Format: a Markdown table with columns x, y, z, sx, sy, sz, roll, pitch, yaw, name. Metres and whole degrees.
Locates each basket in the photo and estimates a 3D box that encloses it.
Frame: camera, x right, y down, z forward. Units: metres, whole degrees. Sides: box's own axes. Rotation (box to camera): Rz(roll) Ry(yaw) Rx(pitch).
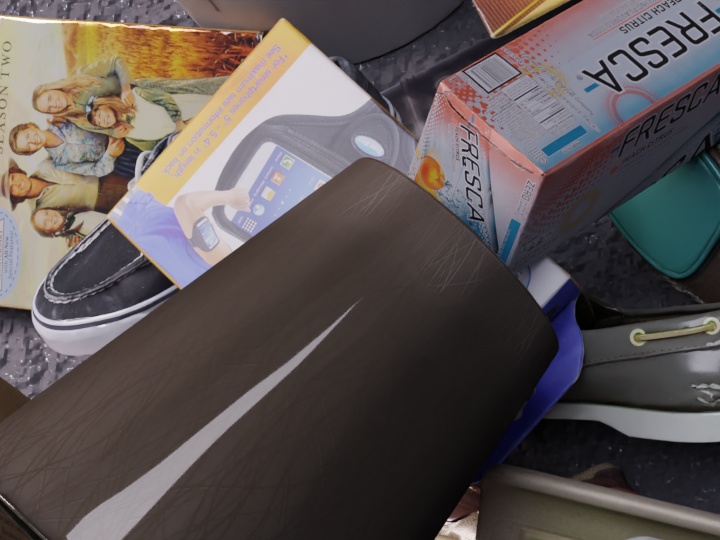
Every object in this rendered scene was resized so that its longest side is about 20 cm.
| x | y | z | sx | sy | sz | roll | pitch | yaw | name |
| --- | --- | --- | --- | --- | --- | --- | --- | --- | --- |
| -0.027 | 0.065 | 1.142 | 0.180 | 0.136 | 0.200 | 45 | 80 | -1 | basket |

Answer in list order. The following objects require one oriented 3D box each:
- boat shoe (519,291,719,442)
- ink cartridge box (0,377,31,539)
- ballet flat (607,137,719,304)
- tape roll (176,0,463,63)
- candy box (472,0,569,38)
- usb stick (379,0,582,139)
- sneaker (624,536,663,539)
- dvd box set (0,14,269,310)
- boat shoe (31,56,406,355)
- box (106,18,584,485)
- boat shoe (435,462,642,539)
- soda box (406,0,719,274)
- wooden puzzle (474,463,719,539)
| x | y | z | sx | sy | sz | roll | pitch | yaw | name |
| --- | --- | --- | --- | --- | --- | --- | --- | --- | --- |
| 0.096 | 0.036 | 1.277 | 0.201 | 0.072 | 0.061 | 5 | 100 | 39 | boat shoe |
| -0.165 | 0.145 | 1.279 | 0.075 | 0.200 | 0.166 | -12 | 66 | 14 | ink cartridge box |
| 0.174 | -0.009 | 1.290 | 0.200 | 0.075 | 0.068 | 49 | 121 | 28 | ballet flat |
| -0.033 | -0.217 | 1.403 | 0.201 | 0.139 | 0.204 | -7 | 68 | 17 | tape roll |
| 0.120 | -0.198 | 1.251 | 0.199 | 0.056 | 0.117 | -27 | 95 | 18 | candy box |
| 0.070 | -0.088 | 1.378 | 0.199 | 0.033 | 0.056 | -27 | 57 | 9 | usb stick |
| 0.067 | 0.191 | 1.160 | 0.080 | 0.083 | 0.201 | 35 | 110 | 17 | sneaker |
| -0.138 | -0.051 | 1.415 | 0.199 | 0.029 | 0.147 | 6 | 92 | 22 | dvd box set |
| -0.076 | -0.032 | 1.324 | 0.199 | 0.068 | 0.072 | -28 | 42 | 15 | boat shoe |
| 0.000 | 0.000 | 1.244 | 0.200 | 0.041 | 0.119 | 42 | 91 | 19 | box |
| 0.102 | 0.119 | 1.269 | 0.199 | 0.072 | 0.072 | 9 | 75 | 29 | boat shoe |
| 0.111 | -0.076 | 1.231 | 0.200 | 0.069 | 0.064 | -31 | 64 | -36 | soda box |
| 0.121 | 0.193 | 1.197 | 0.184 | 0.037 | 0.201 | 12 | 106 | 23 | wooden puzzle |
